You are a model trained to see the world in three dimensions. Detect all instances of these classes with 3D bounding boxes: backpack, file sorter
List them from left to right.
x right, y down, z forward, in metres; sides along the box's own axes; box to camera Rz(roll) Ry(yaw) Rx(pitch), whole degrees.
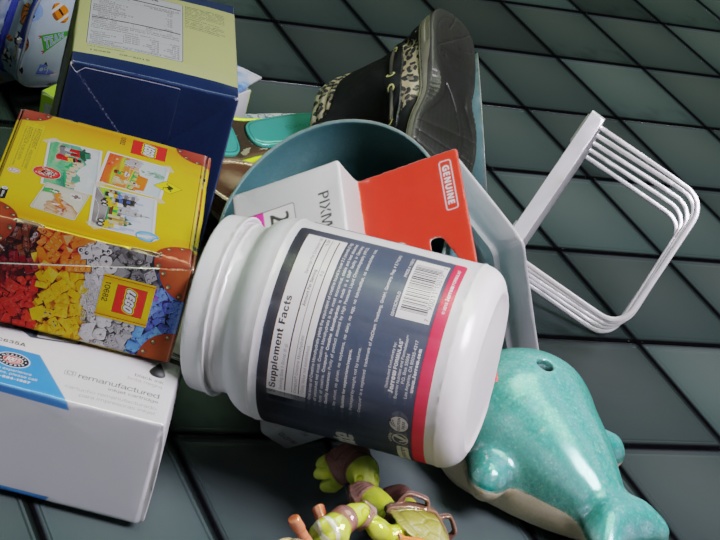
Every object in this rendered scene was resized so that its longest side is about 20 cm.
[{"bbox_3d":[-0.296,-0.272,1.924,0.153,0.192,0.199,29,29,31],"label":"backpack"},{"bbox_3d":[0.201,-0.031,1.726,0.124,0.139,0.200,34,-2,5],"label":"file sorter"}]

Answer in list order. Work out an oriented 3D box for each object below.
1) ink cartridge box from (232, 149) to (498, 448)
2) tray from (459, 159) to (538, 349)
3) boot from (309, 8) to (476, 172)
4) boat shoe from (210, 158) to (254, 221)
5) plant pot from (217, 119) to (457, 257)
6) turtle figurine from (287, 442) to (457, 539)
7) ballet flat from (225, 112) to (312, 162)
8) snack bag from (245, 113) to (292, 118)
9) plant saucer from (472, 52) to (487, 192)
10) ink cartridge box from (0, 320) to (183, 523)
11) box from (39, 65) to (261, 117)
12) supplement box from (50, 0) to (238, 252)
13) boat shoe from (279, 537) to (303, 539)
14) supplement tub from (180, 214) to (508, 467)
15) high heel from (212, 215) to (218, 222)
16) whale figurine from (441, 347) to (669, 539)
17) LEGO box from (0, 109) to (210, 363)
[{"bbox_3d":[0.000,0.012,1.503,0.044,0.172,0.202,42,34,-57],"label":"ink cartridge box"},{"bbox_3d":[0.105,0.008,1.642,0.022,0.201,0.108,-28,52,-12],"label":"tray"},{"bbox_3d":[0.024,-0.113,1.757,0.073,0.153,0.205,32,50,-33],"label":"boot"},{"bbox_3d":[-0.040,-0.054,1.722,0.198,0.072,0.076,19,59,0],"label":"boat shoe"},{"bbox_3d":[0.000,0.000,1.612,0.200,0.201,0.135,34,-5,32],"label":"plant pot"},{"bbox_3d":[0.021,0.170,1.343,0.199,0.065,0.161,30,9,-27],"label":"turtle figurine"},{"bbox_3d":[-0.116,-0.107,1.836,0.198,0.067,0.067,0,48,-30],"label":"ballet flat"},{"bbox_3d":[-0.013,-0.102,1.966,0.187,0.022,0.200,-1,31,-34],"label":"snack bag"},{"bbox_3d":[0.099,-0.094,1.832,0.027,0.202,0.201,-3,26,3],"label":"plant saucer"},{"bbox_3d":[-0.200,0.075,1.421,0.145,0.086,0.200,15,26,-5],"label":"ink cartridge box"},{"bbox_3d":[-0.195,-0.156,1.908,0.121,0.048,0.200,27,33,20],"label":"box"},{"bbox_3d":[-0.186,-0.105,1.654,0.133,0.201,0.200,12,26,-11],"label":"supplement box"},{"bbox_3d":[-0.039,0.198,1.238,0.199,0.067,0.074,7,23,34],"label":"boat shoe"},{"bbox_3d":[-0.009,0.045,1.387,0.198,0.142,0.140,14,24,12],"label":"supplement tub"},{"bbox_3d":[-0.047,-0.083,1.832,0.142,0.072,0.200,31,40,14],"label":"high heel"},{"bbox_3d":[0.144,0.132,1.501,0.158,0.104,0.200,-6,34,-40],"label":"whale figurine"},{"bbox_3d":[-0.190,-0.029,1.447,0.148,0.078,0.200,15,24,-7],"label":"LEGO box"}]
